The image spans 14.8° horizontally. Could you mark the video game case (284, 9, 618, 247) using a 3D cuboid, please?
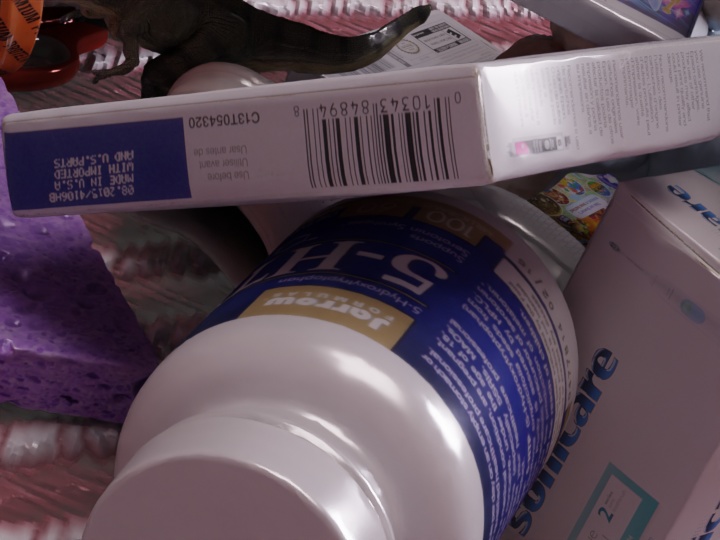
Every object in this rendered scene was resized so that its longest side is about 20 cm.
[{"bbox_3d":[0.079,-0.052,1.273,0.200,0.018,0.143,35,27,17],"label":"video game case"}]

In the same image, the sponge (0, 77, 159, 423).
[{"bbox_3d":[-0.155,-0.020,0.996,0.111,0.030,0.200,8,32,-33],"label":"sponge"}]

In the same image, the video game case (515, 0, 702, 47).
[{"bbox_3d":[0.083,-0.170,1.093,0.143,0.018,0.200,28,44,-2],"label":"video game case"}]

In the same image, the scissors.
[{"bbox_3d":[-0.113,-0.102,1.204,0.200,0.014,0.073,-5,38,-48],"label":"scissors"}]

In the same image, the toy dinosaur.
[{"bbox_3d":[-0.067,-0.084,1.125,0.200,0.088,0.047,8,33,-35],"label":"toy dinosaur"}]

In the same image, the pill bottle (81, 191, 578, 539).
[{"bbox_3d":[-0.010,0.059,0.880,0.119,0.120,0.200,29,26,6],"label":"pill bottle"}]

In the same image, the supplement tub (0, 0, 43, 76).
[{"bbox_3d":[-0.217,-0.099,0.936,0.200,0.123,0.123,-13,44,-30],"label":"supplement tub"}]

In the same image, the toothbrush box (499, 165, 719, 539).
[{"bbox_3d":[0.148,0.039,1.027,0.085,0.147,0.200,41,30,29],"label":"toothbrush box"}]

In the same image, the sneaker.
[{"bbox_3d":[0.000,0.000,1.072,0.200,0.075,0.089,26,43,3],"label":"sneaker"}]

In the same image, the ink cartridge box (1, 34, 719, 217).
[{"bbox_3d":[0.015,-0.049,0.950,0.196,0.043,0.200,-4,3,37],"label":"ink cartridge box"}]

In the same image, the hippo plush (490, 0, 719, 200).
[{"bbox_3d":[0.142,-0.042,1.181,0.161,0.159,0.200,52,-11,10],"label":"hippo plush"}]
